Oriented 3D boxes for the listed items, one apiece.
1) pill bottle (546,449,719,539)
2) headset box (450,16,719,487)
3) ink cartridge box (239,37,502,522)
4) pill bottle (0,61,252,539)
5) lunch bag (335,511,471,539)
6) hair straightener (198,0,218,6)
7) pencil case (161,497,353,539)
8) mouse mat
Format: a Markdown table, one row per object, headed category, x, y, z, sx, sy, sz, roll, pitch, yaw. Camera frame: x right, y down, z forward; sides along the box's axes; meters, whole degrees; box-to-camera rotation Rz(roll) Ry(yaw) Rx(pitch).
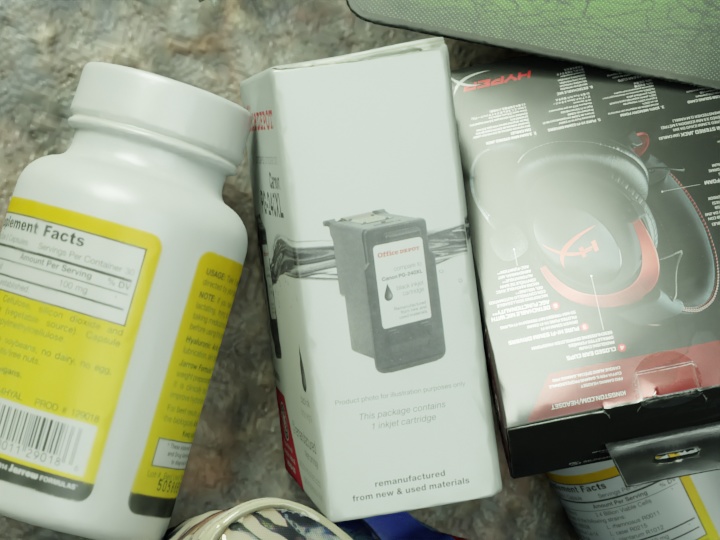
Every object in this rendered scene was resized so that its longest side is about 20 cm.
| category | x | y | z | sx | sy | sz | roll | pitch | yaw |
| --- | --- | --- | --- | --- | --- | --- | --- | --- | --- |
| pill bottle | 0.154 | 0.107 | 0.935 | 0.104 | 0.104 | 0.201 | -31 | 102 | -17 |
| headset box | 0.123 | -0.002 | 0.834 | 0.147 | 0.075 | 0.202 | -12 | 65 | 2 |
| ink cartridge box | 0.000 | 0.000 | 0.848 | 0.083 | 0.145 | 0.202 | -8 | 94 | -9 |
| pill bottle | -0.114 | 0.014 | 0.827 | 0.110 | 0.111 | 0.202 | 18 | 86 | -20 |
| lunch bag | 0.074 | 0.180 | 0.882 | 0.094 | 0.150 | 0.200 | -44 | 106 | -13 |
| hair straightener | -0.072 | -0.166 | 0.880 | 0.198 | 0.041 | 0.078 | -7 | 95 | -25 |
| pencil case | -0.057 | 0.152 | 0.815 | 0.078 | 0.200 | 0.090 | -44 | 93 | -21 |
| mouse mat | 0.103 | -0.174 | 0.840 | 0.198 | 0.008 | 0.163 | 11 | 81 | 6 |
